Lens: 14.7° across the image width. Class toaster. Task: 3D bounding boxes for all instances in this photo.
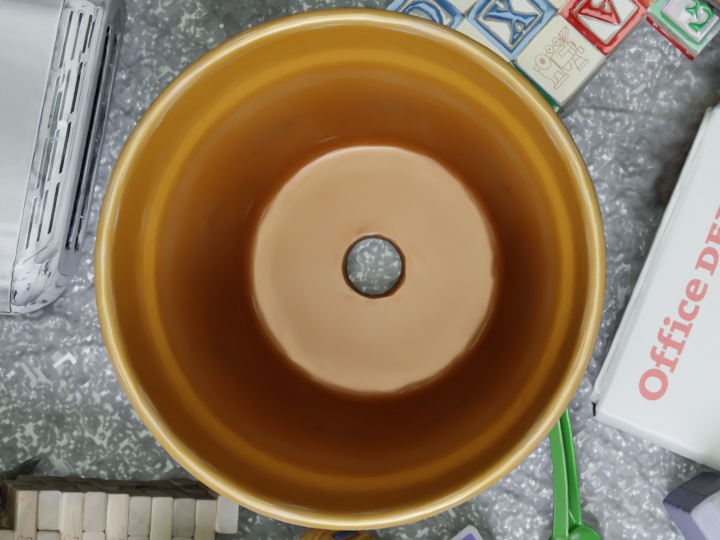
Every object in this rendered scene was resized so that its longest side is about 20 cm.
[{"bbox_3d":[-0.178,-0.070,1.213,0.128,0.114,0.202,11,88,0],"label":"toaster"}]

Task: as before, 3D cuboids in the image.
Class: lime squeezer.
[{"bbox_3d":[0.121,0.141,1.218,0.071,0.038,0.201,-36,85,29],"label":"lime squeezer"}]

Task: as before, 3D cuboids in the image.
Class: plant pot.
[{"bbox_3d":[0.000,0.000,1.163,0.199,0.183,0.202,0,90,3],"label":"plant pot"}]

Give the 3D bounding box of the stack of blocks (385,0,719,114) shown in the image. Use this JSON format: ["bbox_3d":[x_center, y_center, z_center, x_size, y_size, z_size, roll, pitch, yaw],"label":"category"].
[{"bbox_3d":[0.114,-0.142,1.219,0.115,0.059,0.200,42,92,3],"label":"stack of blocks"}]

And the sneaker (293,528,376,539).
[{"bbox_3d":[0.004,0.214,1.213,0.088,0.075,0.201,-34,69,28],"label":"sneaker"}]

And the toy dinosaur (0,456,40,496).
[{"bbox_3d":[-0.238,0.124,1.233,0.199,0.077,0.103,-29,101,7],"label":"toy dinosaur"}]

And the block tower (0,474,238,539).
[{"bbox_3d":[-0.155,0.117,1.202,0.199,0.054,0.058,2,93,-19],"label":"block tower"}]

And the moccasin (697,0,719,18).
[{"bbox_3d":[0.213,-0.106,1.171,0.078,0.074,0.201,-40,117,21],"label":"moccasin"}]

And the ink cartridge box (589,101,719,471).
[{"bbox_3d":[0.213,0.031,1.199,0.199,0.084,0.145,22,92,2],"label":"ink cartridge box"}]

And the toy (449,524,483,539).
[{"bbox_3d":[0.079,0.209,1.174,0.200,0.115,0.047,53,136,4],"label":"toy"}]

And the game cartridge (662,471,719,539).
[{"bbox_3d":[0.195,0.176,1.177,0.038,0.130,0.201,-33,87,-5],"label":"game cartridge"}]
